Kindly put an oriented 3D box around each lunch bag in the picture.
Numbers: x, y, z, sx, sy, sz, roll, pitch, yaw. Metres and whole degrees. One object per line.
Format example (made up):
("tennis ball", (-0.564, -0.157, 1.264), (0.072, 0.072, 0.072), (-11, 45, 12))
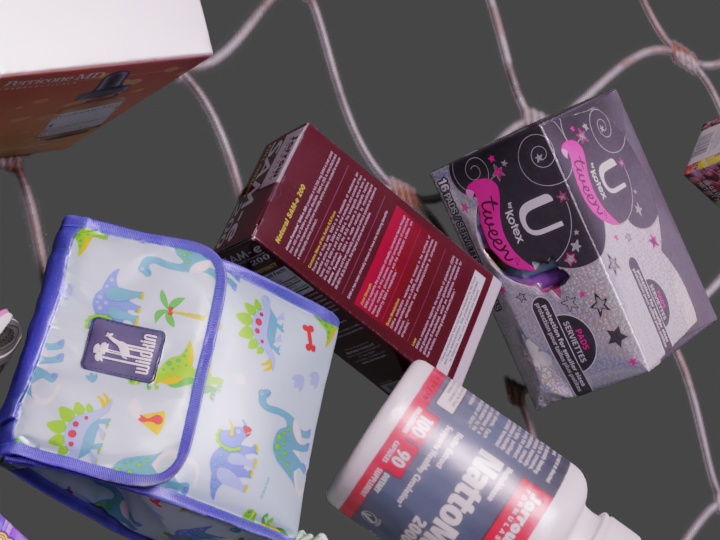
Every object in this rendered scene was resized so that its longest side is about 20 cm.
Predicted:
("lunch bag", (-0.126, 0.077, 1.227), (0.199, 0.127, 0.171), (27, 60, -28))

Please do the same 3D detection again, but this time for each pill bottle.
("pill bottle", (0.088, 0.164, 1.325), (0.199, 0.120, 0.120), (34, 56, 3))

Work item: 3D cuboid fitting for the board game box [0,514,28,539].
("board game box", (-0.237, 0.263, 1.142), (0.134, 0.045, 0.200), (45, 55, -17))

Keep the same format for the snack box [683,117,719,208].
("snack box", (0.403, -0.078, 1.621), (0.168, 0.200, 0.068), (39, 57, -20))

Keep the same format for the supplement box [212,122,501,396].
("supplement box", (0.000, 0.000, 1.387), (0.200, 0.061, 0.109), (39, 56, -22))

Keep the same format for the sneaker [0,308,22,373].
("sneaker", (-0.263, 0.115, 1.160), (0.086, 0.080, 0.201), (49, 60, -29))

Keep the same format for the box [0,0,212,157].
("box", (-0.212, -0.144, 1.183), (0.151, 0.200, 0.107), (-11, 83, -37))

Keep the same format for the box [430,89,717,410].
("box", (0.165, -0.017, 1.464), (0.132, 0.114, 0.201), (-27, 93, -52))

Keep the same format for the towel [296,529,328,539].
("towel", (-0.046, 0.286, 1.273), (0.149, 0.031, 0.200), (48, 53, -3))
